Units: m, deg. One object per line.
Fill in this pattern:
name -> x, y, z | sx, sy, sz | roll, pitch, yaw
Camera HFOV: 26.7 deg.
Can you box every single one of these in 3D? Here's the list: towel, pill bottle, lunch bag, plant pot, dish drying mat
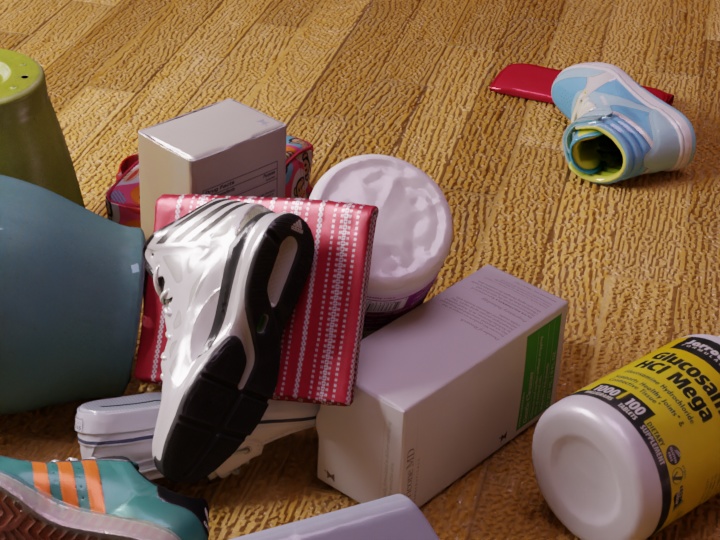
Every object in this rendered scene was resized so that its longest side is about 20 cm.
towel -> -0.079, 0.018, 1.099 | 0.199, 0.146, 0.022 | 4, -4, 33
pill bottle -> 0.229, 0.114, 1.101 | 0.199, 0.113, 0.112 | -23, 38, -35
lunch bag -> -0.151, -0.074, 1.427 | 0.175, 0.082, 0.200 | 13, 33, 18
plant pot -> -0.333, -0.084, 1.324 | 0.199, 0.194, 0.201 | 2, 30, -1
plant pot -> -0.265, 0.022, 1.164 | 0.187, 0.201, 0.200 | 8, 29, -13
dish drying mat -> 0.254, -0.206, 1.737 | 0.199, 0.018, 0.077 | 14, 34, 20
pill bottle -> 0.000, 0.000, 1.187 | 0.111, 0.200, 0.113 | 4, 67, -9

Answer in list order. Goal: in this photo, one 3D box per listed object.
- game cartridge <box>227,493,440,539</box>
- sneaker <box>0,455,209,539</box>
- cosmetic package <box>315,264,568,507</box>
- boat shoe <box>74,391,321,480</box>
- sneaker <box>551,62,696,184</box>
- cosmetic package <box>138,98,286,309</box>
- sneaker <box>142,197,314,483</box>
game cartridge -> 0.010, 0.232, 0.852 | 0.132, 0.042, 0.201 | -13, 73, -18
sneaker -> -0.199, 0.163, 1.042 | 0.199, 0.072, 0.080 | 18, 32, 10
cosmetic package -> 0.062, 0.088, 1.141 | 0.085, 0.108, 0.200 | 26, 40, 32
boat shoe -> -0.110, 0.120, 1.120 | 0.199, 0.067, 0.074 | -5, 10, -13
sneaker -> 0.242, -0.158, 1.596 | 0.130, 0.080, 0.200 | -17, 35, -31
cosmetic package -> -0.120, -0.026, 1.230 | 0.071, 0.201, 0.105 | 28, 37, 36
sneaker -> -0.114, 0.043, 1.073 | 0.115, 0.202, 0.076 | 20, -5, 41
